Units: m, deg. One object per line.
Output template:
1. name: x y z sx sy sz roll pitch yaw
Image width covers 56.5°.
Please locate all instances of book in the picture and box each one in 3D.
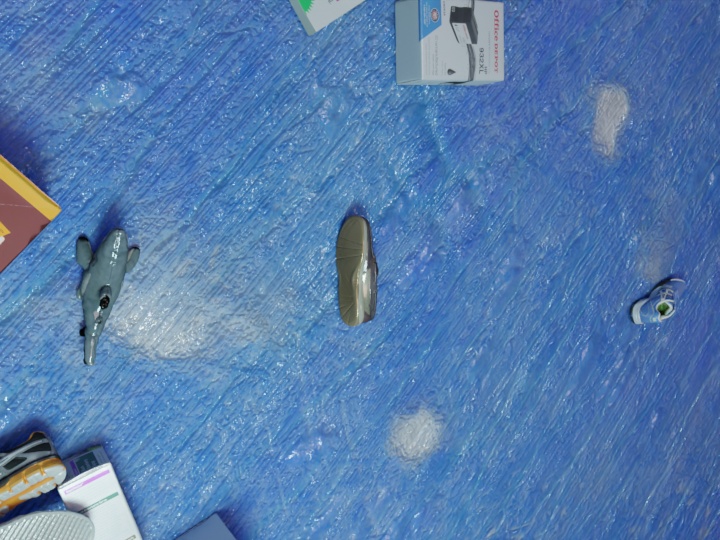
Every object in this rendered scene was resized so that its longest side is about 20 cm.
1. book: -0.041 -0.504 1.122 0.200 0.048 0.134 -40 113 -19

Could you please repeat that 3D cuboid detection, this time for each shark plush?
1. shark plush: -0.381 0.033 0.964 0.091 0.083 0.201 26 83 -33

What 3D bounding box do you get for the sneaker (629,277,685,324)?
1. sneaker: 0.782 0.085 1.722 0.200 0.077 0.076 -33 112 -26

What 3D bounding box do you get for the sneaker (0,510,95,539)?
1. sneaker: -0.477 0.377 0.941 0.199 0.114 0.073 -4 78 -18

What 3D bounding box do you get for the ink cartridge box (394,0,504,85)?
1. ink cartridge box: 0.167 -0.421 1.240 0.199 0.084 0.146 -9 102 -31

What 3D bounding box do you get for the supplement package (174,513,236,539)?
1. supplement package: -0.273 0.518 1.070 0.200 0.156 0.111 -29 112 -25

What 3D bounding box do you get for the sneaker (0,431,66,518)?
1. sneaker: -0.513 0.297 0.935 0.199 0.077 0.078 -24 148 -11

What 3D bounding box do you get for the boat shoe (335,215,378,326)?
1. boat shoe: 0.000 0.000 1.216 0.065 0.072 0.201 -6 98 -44

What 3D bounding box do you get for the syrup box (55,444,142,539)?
1. syrup box: -0.391 0.377 1.017 0.081 0.079 0.201 -22 109 -27

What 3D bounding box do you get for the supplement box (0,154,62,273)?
1. supplement box: -0.524 -0.075 0.825 0.200 0.133 0.197 -51 120 -15
